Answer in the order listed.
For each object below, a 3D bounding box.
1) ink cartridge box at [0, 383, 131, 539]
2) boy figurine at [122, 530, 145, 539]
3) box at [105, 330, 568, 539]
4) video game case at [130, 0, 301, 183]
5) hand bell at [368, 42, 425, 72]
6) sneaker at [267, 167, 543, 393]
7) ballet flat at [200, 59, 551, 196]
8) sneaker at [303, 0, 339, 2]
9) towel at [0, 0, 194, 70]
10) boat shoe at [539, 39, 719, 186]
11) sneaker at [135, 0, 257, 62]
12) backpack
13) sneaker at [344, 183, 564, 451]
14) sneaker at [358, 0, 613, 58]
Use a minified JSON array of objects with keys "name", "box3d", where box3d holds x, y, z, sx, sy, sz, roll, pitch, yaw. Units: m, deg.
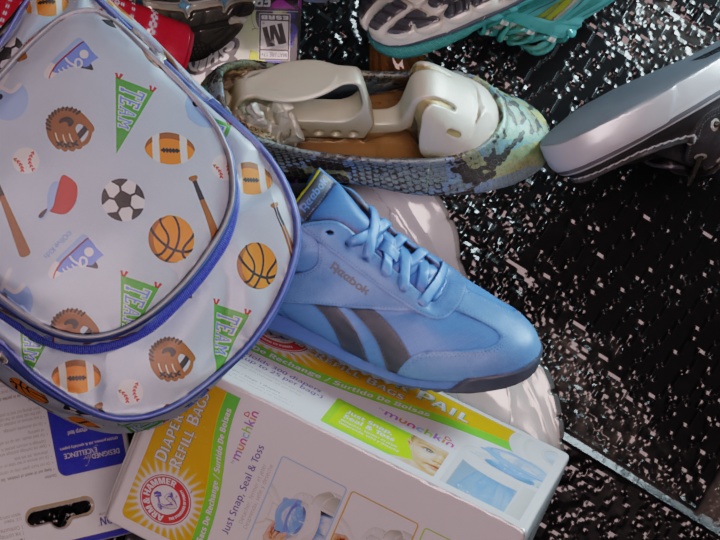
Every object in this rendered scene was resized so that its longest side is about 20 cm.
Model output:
[{"name":"ink cartridge box","box3d":[-0.175,0.045,1.527,0.094,0.037,0.201,-11,89,-32]},{"name":"boy figurine","box3d":[-0.036,0.188,1.574,0.199,0.064,0.125,16,73,-3]},{"name":"box","box3d":[-0.011,0.110,1.513,0.199,0.113,0.102,26,112,6]},{"name":"video game case","box3d":[-0.132,-0.062,1.585,0.199,0.036,0.182,2,89,-6]},{"name":"hand bell","box3d":[0.010,-0.157,1.592,0.104,0.104,0.201,-14,103,-7]},{"name":"sneaker","box3d":[0.000,0.000,1.501,0.199,0.066,0.079,20,125,10]},{"name":"ballet flat","box3d":[0.009,-0.079,1.537,0.199,0.074,0.075,-2,89,-13]},{"name":"sneaker","box3d":[0.014,-0.194,1.505,0.199,0.075,0.079,-22,117,-20]},{"name":"towel","box3d":[-0.189,-0.086,1.472,0.199,0.022,0.145,20,95,-28]},{"name":"boat shoe","box3d":[0.186,-0.081,1.591,0.200,0.070,0.066,-28,101,-31]},{"name":"sneaker","box3d":[-0.099,-0.204,1.567,0.078,0.090,0.201,1,76,-26]},{"name":"backpack","box3d":[-0.123,-0.022,1.402,0.190,0.154,0.200,41,83,-7]},{"name":"sneaker","box3d":[0.035,0.040,1.579,0.087,0.075,0.200,-32,84,-20]},{"name":"sneaker","box3d":[0.090,-0.147,1.569,0.199,0.077,0.080,-23,129,-27]}]
